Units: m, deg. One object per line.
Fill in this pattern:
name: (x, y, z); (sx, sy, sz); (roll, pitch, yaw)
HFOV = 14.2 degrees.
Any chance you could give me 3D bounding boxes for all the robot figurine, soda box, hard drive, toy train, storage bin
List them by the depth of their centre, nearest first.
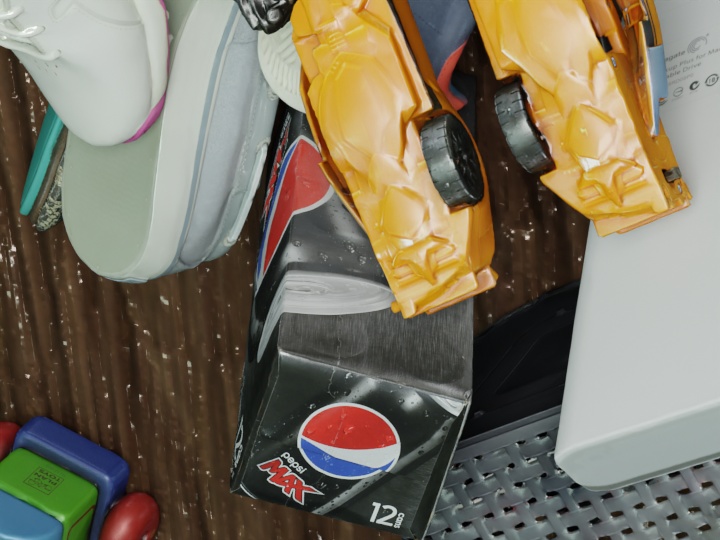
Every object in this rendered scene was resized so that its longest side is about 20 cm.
robot figurine: (0.023, -0.095, 0.919); (0.144, 0.058, 0.201); (-22, 85, 20)
hard drive: (0.132, -0.032, 0.923); (0.131, 0.201, 0.026); (-21, 132, 35)
soda box: (0.000, 0.000, 1.001); (0.070, 0.200, 0.064); (15, 124, -8)
storage bin: (0.117, 0.053, 1.008); (0.199, 0.135, 0.094); (-22, 105, 35)
toy train: (-0.162, 0.171, 1.236); (0.084, 0.116, 0.201); (26, 124, 14)

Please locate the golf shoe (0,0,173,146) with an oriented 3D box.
golf shoe: (-0.127, -0.112, 0.954); (0.075, 0.092, 0.201); (13, 138, 39)

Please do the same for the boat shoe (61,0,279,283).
boat shoe: (-0.055, -0.094, 1.044); (0.070, 0.071, 0.202); (28, 113, 36)

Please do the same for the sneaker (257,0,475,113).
sneaker: (0.031, -0.146, 1.001); (0.075, 0.084, 0.201); (34, 109, 48)

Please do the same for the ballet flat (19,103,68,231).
ballet flat: (-0.083, -0.097, 1.092); (0.075, 0.068, 0.201); (8, 120, -4)
